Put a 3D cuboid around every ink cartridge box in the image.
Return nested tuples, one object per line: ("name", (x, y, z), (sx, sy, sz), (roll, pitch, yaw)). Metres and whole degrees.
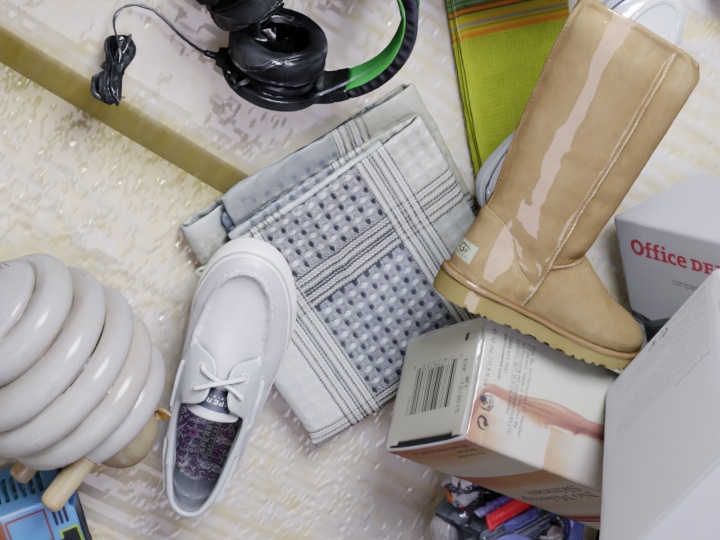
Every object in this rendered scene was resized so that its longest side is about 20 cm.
("ink cartridge box", (0.269, 0.048, 0.874), (0.083, 0.145, 0.201), (-25, 113, -24))

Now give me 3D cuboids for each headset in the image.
("headset", (-0.064, -0.144, 0.752), (0.199, 0.094, 0.124), (-6, 133, 15))

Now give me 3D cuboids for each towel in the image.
("towel", (0.000, 0.000, 0.858), (0.192, 0.035, 0.201), (-32, 112, -2))
("towel", (0.108, -0.139, 0.849), (0.086, 0.018, 0.201), (-15, 111, -8))

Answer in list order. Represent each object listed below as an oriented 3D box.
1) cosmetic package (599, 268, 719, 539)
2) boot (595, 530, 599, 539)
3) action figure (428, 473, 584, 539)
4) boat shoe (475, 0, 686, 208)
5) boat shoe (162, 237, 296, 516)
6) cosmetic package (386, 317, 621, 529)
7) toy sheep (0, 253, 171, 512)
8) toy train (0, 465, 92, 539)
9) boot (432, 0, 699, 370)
("cosmetic package", (0.252, 0.137, 0.720), (0.199, 0.200, 0.123), (34, 117, -4))
("boot", (0.223, 0.265, 0.917), (0.073, 0.204, 0.155), (8, 110, -26))
("action figure", (0.072, 0.227, 0.918), (0.199, 0.104, 0.195), (-10, 107, -37))
("boat shoe", (0.161, -0.106, 0.834), (0.073, 0.067, 0.200), (33, 94, -26))
("boat shoe", (-0.093, 0.076, 0.817), (0.072, 0.069, 0.201), (20, 119, -8))
("cosmetic package", (0.130, 0.111, 0.857), (0.199, 0.103, 0.088), (22, 67, -23))
("toy sheep", (-0.198, 0.060, 0.777), (0.138, 0.138, 0.200), (-39, 129, 1))
("toy train", (-0.229, 0.229, 0.851), (0.114, 0.087, 0.201), (-18, 111, -14))
("boot", (0.157, -0.046, 0.785), (0.174, 0.066, 0.201), (20, 105, -33))
